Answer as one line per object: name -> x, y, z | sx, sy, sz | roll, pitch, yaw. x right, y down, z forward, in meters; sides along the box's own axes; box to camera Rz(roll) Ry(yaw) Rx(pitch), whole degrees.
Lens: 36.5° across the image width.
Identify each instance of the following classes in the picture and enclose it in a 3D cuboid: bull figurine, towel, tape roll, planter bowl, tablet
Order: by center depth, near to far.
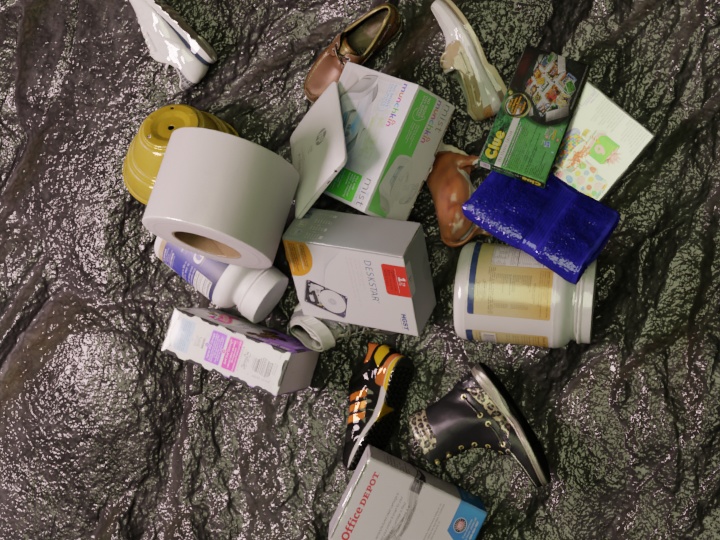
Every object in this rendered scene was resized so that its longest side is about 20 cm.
towel -> 0.260, -0.084, 1.555 | 0.199, 0.050, 0.148 | 31, 56, 15
tape roll -> -0.201, -0.101, 1.580 | 0.200, 0.203, 0.141 | 14, 76, 14
tablet -> -0.066, -0.183, 1.631 | 0.014, 0.201, 0.130 | 24, 126, -27
bull figurine -> 0.149, -0.134, 1.657 | 0.120, 0.065, 0.203 | -16, 71, 9
planter bowl -> -0.290, -0.200, 1.717 | 0.197, 0.084, 0.202 | -5, 53, 6

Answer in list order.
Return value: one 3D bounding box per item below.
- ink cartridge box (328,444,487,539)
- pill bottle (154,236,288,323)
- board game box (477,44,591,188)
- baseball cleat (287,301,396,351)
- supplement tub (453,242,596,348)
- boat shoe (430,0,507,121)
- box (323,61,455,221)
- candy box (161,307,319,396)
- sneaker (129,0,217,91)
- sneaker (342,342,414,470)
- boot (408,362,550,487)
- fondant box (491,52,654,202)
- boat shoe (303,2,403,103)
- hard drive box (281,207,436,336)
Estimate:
ink cartridge box -> 0.068, 0.374, 1.636 | 0.198, 0.084, 0.147 | 26, 95, -4
pill bottle -> -0.216, -0.013, 1.724 | 0.199, 0.120, 0.120 | 37, 97, 12
board game box -> 0.252, -0.224, 1.577 | 0.104, 0.024, 0.202 | 21, 73, 10
baseball cleat -> -0.016, 0.089, 1.681 | 0.197, 0.107, 0.070 | -2, 124, 20
supplement tub -> 0.243, 0.037, 1.599 | 0.197, 0.144, 0.147 | 5, 89, 13
boat shoe -> 0.155, -0.324, 1.668 | 0.068, 0.075, 0.202 | -30, 82, 5
box -> 0.023, -0.190, 1.649 | 0.176, 0.096, 0.202 | 29, 97, 46
candy box -> -0.181, 0.122, 1.687 | 0.198, 0.168, 0.072 | 19, 93, 13
sneaker -> -0.326, -0.388, 1.791 | 0.081, 0.076, 0.200 | -46, 77, 18
sneaker -> 0.010, 0.209, 1.699 | 0.090, 0.070, 0.202 | 31, 103, 38
boot -> 0.180, 0.263, 1.646 | 0.153, 0.073, 0.205 | -35, 77, 13
fondant box -> 0.317, -0.205, 1.633 | 0.200, 0.058, 0.145 | 42, 97, 12
boat shoe -> -0.020, -0.346, 1.714 | 0.072, 0.068, 0.200 | 46, 99, 9
hard drive box -> 0.000, 0.000, 1.605 | 0.198, 0.077, 0.157 | 8, 134, 26
